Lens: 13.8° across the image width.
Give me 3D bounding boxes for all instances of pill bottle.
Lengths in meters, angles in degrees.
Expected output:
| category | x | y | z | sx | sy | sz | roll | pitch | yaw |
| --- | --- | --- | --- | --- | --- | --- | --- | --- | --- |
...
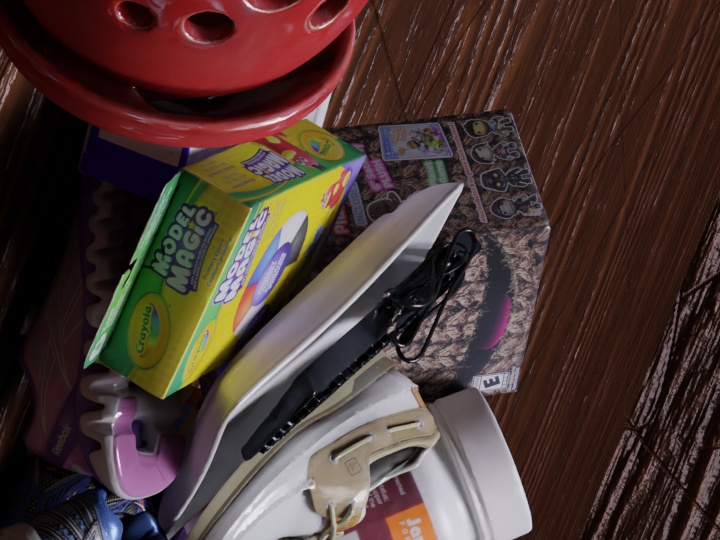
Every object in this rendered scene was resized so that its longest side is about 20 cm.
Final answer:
| category | x | y | z | sx | sy | sz | roll | pitch | yaw |
| --- | --- | --- | --- | --- | --- | --- | --- | --- | --- |
| pill bottle | -0.004 | 0.152 | 1.824 | 0.199 | 0.115 | 0.114 | -22 | 157 | -5 |

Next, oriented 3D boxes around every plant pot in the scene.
| category | x | y | z | sx | sy | sz | roll | pitch | yaw |
| --- | --- | --- | --- | --- | --- | --- | --- | --- | --- |
| plant pot | -0.077 | -0.170 | 1.328 | 0.201 | 0.200 | 0.183 | -51 | 168 | -45 |

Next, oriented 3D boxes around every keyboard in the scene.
| category | x | y | z | sx | sy | sz | roll | pitch | yaw |
| --- | --- | --- | --- | --- | --- | --- | --- | --- | --- |
| keyboard | 0.015 | 0.043 | 1.667 | 0.200 | 0.040 | 0.104 | -41 | 171 | -49 |

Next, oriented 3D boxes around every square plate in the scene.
| category | x | y | z | sx | sy | sz | roll | pitch | yaw |
| --- | --- | --- | --- | --- | --- | --- | --- | --- | --- |
| square plate | -0.036 | 0.049 | 1.656 | 0.200 | 0.028 | 0.198 | -44 | 172 | -29 |

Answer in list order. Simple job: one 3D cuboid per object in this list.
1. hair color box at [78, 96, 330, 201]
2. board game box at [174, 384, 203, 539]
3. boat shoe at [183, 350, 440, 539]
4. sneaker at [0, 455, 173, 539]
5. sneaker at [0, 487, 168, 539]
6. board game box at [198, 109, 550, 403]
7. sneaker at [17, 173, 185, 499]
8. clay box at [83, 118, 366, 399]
| category | x | y | z | sx | sy | sz | roll | pitch | yaw |
| --- | --- | --- | --- | --- | --- | --- | --- | --- | --- |
| hair color box | -0.072 | -0.109 | 1.593 | 0.200 | 0.064 | 0.110 | -25 | 134 | -65 |
| board game box | -0.135 | 0.199 | 1.962 | 0.201 | 0.056 | 0.166 | -60 | 165 | -25 |
| boat shoe | -0.025 | 0.121 | 1.712 | 0.200 | 0.068 | 0.075 | -41 | 172 | -38 |
| sneaker | -0.152 | 0.138 | 1.774 | 0.200 | 0.075 | 0.079 | -2 | 112 | -76 |
| sneaker | -0.134 | 0.182 | 1.660 | 0.085 | 0.077 | 0.200 | -37 | 151 | -4 |
| board game box | 0.000 | 0.000 | 1.818 | 0.160 | 0.198 | 0.097 | 97 | -18 | -48 |
| sneaker | -0.146 | 0.021 | 1.615 | 0.080 | 0.088 | 0.202 | 6 | 86 | -54 |
| clay box | -0.070 | -0.006 | 1.549 | 0.115 | 0.047 | 0.200 | -65 | 168 | 19 |
